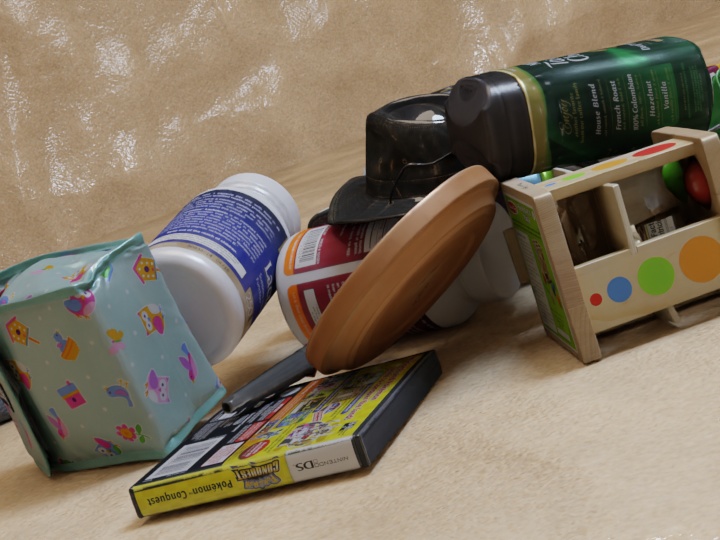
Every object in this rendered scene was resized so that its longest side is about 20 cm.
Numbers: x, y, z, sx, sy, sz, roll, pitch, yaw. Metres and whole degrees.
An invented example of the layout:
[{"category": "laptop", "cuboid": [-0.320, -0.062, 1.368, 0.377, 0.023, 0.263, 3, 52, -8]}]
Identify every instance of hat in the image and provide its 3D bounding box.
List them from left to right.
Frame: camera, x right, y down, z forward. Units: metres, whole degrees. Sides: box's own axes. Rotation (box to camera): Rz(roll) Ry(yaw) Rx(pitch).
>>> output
[{"category": "hat", "cuboid": [0.050, -0.106, 1.330, 0.199, 0.081, 0.201, -18, 18, 6]}]

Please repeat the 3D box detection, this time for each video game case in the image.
[{"category": "video game case", "cuboid": [-0.049, 0.116, 1.134, 0.180, 0.026, 0.200, -16, 9, 21]}]

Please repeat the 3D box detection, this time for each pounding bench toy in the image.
[{"category": "pounding bench toy", "cuboid": [0.200, -0.031, 1.180, 0.155, 0.125, 0.200, -19, 9, -3]}]

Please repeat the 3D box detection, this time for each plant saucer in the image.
[{"category": "plant saucer", "cuboid": [0.038, 0.006, 1.184, 0.200, 0.032, 0.200, -44, -12, -12]}]

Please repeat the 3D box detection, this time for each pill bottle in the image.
[{"category": "pill bottle", "cuboid": [-0.128, -0.006, 1.396, 0.115, 0.116, 0.200, -14, 21, 25]}, {"category": "pill bottle", "cuboid": [0.035, 0.002, 1.358, 0.199, 0.114, 0.113, -12, 11, 31]}]

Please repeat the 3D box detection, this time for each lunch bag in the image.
[{"category": "lunch bag", "cuboid": [-0.242, 0.075, 1.291, 0.199, 0.171, 0.122, -12, 23, 33]}]

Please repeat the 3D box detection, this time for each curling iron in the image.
[{"category": "curling iron", "cuboid": [-0.043, 0.075, 1.242, 0.050, 0.026, 0.200, -40, -5, 38]}]

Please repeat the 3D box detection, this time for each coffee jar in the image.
[{"category": "coffee jar", "cuboid": [0.171, -0.129, 1.237, 0.199, 0.086, 0.104, -14, 13, -16]}]

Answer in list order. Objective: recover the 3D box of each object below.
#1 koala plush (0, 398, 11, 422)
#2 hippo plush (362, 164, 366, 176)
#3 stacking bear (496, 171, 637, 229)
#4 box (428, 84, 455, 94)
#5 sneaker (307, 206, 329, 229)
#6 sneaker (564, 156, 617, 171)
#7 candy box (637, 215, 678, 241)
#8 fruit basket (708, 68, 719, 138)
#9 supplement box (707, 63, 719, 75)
[{"category": "koala plush", "cuboid": [-0.468, 0.091, 1.566, 0.183, 0.201, 0.177, -17, 10, 14]}, {"category": "hippo plush", "cuboid": [0.057, -0.064, 1.646, 0.159, 0.201, 0.161, 24, -7, -6]}, {"category": "stacking bear", "cuboid": [0.185, -0.062, 1.441, 0.199, 0.114, 0.122, -9, 48, -10]}, {"category": "box", "cuboid": [0.149, -0.132, 1.746, 0.048, 0.159, 0.200, -22, 10, -18]}, {"category": "sneaker", "cuboid": [0.046, -0.051, 1.796, 0.199, 0.076, 0.115, -2, 11, 26]}, {"category": "sneaker", "cuboid": [0.274, -0.132, 1.378, 0.199, 0.115, 0.075, -4, 45, -20]}, {"category": "candy box", "cuboid": [0.330, -0.060, 1.299, 0.199, 0.057, 0.117, -16, 9, 9]}, {"category": "fruit basket", "cuboid": [0.374, -0.163, 1.270, 0.184, 0.094, 0.200, -22, -12, -23]}, {"category": "supplement box", "cuboid": [0.296, -0.126, 1.577, 0.199, 0.111, 0.085, -27, 12, -39]}]
